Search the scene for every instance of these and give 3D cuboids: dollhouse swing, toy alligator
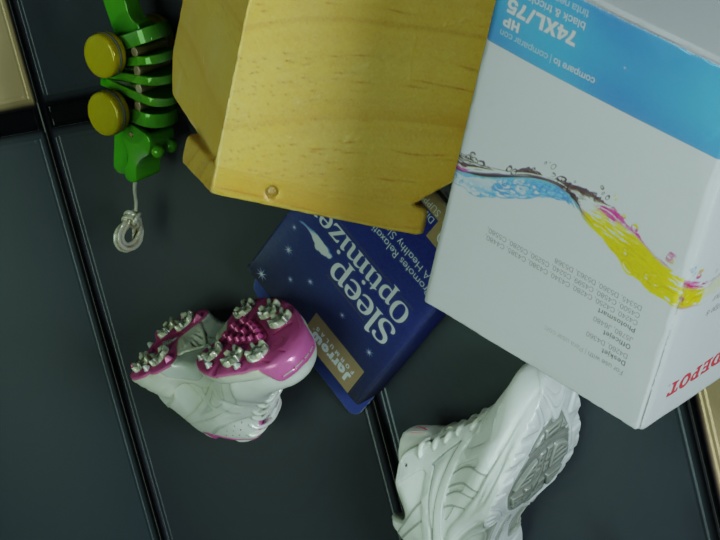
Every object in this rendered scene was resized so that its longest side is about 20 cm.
[{"bbox_3d":[-0.020,-0.155,1.348,0.180,0.176,0.202,11,106,-4],"label":"dollhouse swing"},{"bbox_3d":[-0.144,-0.102,1.491,0.054,0.059,0.202,15,116,36],"label":"toy alligator"}]

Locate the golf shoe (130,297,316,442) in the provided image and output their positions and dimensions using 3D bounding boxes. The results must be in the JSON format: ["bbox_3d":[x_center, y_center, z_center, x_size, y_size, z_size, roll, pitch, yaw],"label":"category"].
[{"bbox_3d":[-0.075,0.071,1.483,0.092,0.075,0.200,50,155,-18],"label":"golf shoe"}]

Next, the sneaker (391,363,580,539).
[{"bbox_3d":[0.066,0.121,1.390,0.099,0.078,0.201,43,129,24],"label":"sneaker"}]

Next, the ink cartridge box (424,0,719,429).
[{"bbox_3d":[0.147,-0.055,1.132,0.146,0.146,0.201,30,124,27],"label":"ink cartridge box"}]

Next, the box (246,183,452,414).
[{"bbox_3d":[0.000,0.000,1.427,0.121,0.032,0.200,50,133,14],"label":"box"}]
